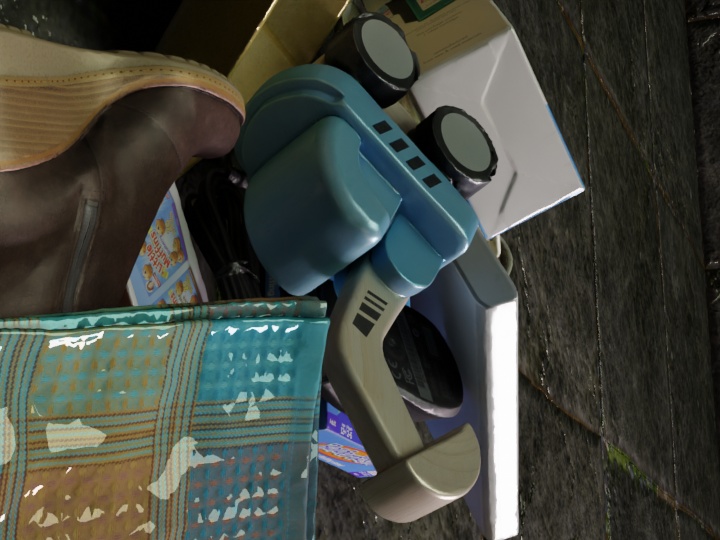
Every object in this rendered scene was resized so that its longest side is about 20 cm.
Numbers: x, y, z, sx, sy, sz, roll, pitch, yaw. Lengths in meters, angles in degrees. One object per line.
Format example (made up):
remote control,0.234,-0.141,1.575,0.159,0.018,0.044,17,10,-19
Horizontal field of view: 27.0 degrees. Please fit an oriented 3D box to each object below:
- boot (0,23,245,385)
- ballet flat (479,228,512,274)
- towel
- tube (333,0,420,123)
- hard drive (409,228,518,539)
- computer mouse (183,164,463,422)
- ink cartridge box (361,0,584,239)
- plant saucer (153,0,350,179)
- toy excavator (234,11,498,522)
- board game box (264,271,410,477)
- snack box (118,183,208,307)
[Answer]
boot,-0.118,-0.009,0.629,0.199,0.072,0.168,1,92,-61
ballet flat,0.053,-0.040,0.976,0.200,0.063,0.068,44,42,-60
towel,-0.089,0.087,0.589,0.199,0.022,0.148,-2,98,-46
tube,0.009,-0.110,0.981,0.052,0.058,0.200,-53,160,-10
hard drive,0.062,0.052,0.912,0.132,0.026,0.201,-118,-164,-46
computer mouse,-0.026,0.020,0.822,0.199,0.046,0.141,17,45,-52
ink cartridge box,0.059,-0.121,0.909,0.117,0.067,0.200,60,5,-30
plant saucer,-0.037,-0.159,0.781,0.048,0.200,0.200,38,32,2
toy excavator,0.000,0.000,0.751,0.195,0.100,0.200,47,40,-13
board game box,-0.011,0.017,0.939,0.152,0.045,0.202,36,50,-63
snack box,-0.090,0.054,0.740,0.072,0.024,0.202,-51,131,-60
